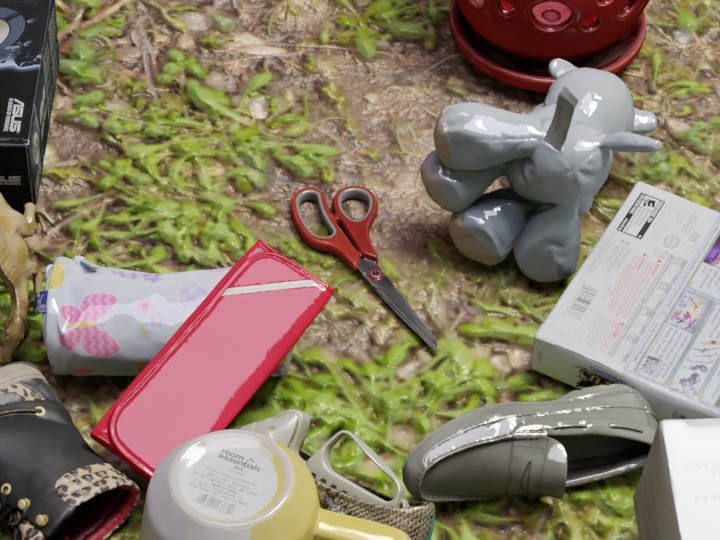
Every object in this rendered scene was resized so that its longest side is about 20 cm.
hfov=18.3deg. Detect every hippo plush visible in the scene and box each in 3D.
[{"bbox_3d":[0.147,-0.111,1.804,0.159,0.200,0.161,30,41,0],"label":"hippo plush"}]

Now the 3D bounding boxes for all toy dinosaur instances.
[{"bbox_3d":[-0.277,-0.033,1.737,0.058,0.200,0.101,-16,7,5],"label":"toy dinosaur"}]

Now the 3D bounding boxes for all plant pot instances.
[{"bbox_3d":[0.167,-0.273,1.950,0.200,0.183,0.201,1,47,-1],"label":"plant pot"}]

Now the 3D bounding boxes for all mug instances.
[{"bbox_3d":[-0.070,0.184,1.529,0.186,0.153,0.150,-15,48,-16],"label":"mug"}]

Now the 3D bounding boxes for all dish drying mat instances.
[{"bbox_3d":[-0.108,0.067,1.644,0.077,0.018,0.200,35,67,12],"label":"dish drying mat"}]

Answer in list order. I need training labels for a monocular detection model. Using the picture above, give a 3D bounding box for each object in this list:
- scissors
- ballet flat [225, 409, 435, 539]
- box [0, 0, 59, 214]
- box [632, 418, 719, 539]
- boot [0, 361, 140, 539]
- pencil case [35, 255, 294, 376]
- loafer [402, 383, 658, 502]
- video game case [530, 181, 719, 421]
[{"bbox_3d":[0.000,0.000,1.804,0.073,0.014,0.200,-10,49,-15],"label":"scissors"},{"bbox_3d":[-0.031,0.145,1.619,0.200,0.075,0.068,26,12,20],"label":"ballet flat"},{"bbox_3d":[-0.345,-0.145,1.878,0.164,0.086,0.200,2,46,-1],"label":"box"},{"bbox_3d":[0.300,0.209,1.507,0.199,0.131,0.200,-3,60,-6],"label":"box"},{"bbox_3d":[-0.272,0.160,1.604,0.200,0.073,0.151,-29,54,-33],"label":"boot"},{"bbox_3d":[-0.146,0.036,1.714,0.200,0.083,0.091,2,63,-1],"label":"pencil case"},{"bbox_3d":[0.129,0.134,1.640,0.200,0.070,0.070,-15,40,-16],"label":"loafer"},{"bbox_3d":[0.258,0.036,1.753,0.181,0.045,0.200,23,50,19],"label":"video game case"}]
